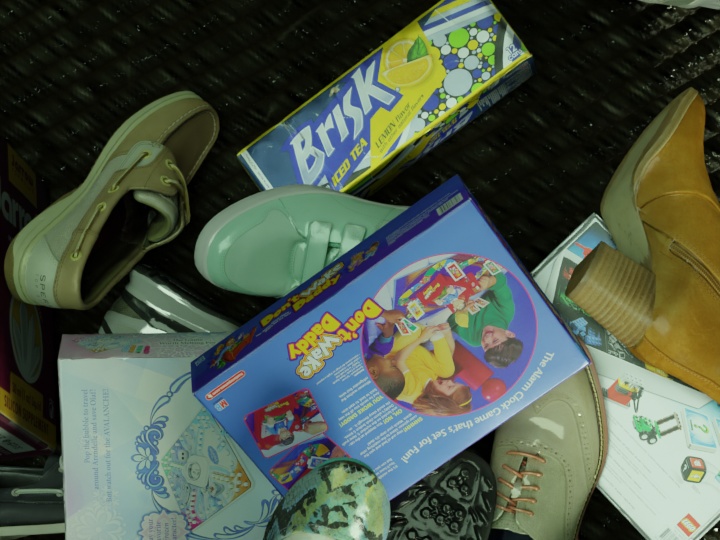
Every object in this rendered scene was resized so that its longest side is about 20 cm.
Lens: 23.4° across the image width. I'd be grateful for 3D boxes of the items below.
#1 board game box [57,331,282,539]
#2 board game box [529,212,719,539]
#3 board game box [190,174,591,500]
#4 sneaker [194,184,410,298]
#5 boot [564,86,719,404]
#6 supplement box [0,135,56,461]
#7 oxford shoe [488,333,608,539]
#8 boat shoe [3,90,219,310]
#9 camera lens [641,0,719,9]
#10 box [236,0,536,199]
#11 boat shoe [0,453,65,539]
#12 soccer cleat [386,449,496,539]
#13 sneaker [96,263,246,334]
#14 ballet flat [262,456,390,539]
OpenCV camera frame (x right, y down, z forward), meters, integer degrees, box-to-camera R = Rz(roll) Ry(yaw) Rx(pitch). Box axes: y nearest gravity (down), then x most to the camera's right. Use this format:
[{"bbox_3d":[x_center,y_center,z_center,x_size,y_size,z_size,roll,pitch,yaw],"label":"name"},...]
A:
[{"bbox_3d":[-0.089,0.137,1.116,0.199,0.043,0.200,-1,112,-7],"label":"board game box"},{"bbox_3d":[0.179,0.077,1.146,0.126,0.035,0.200,-44,79,4],"label":"board game box"},{"bbox_3d":[0.017,0.056,1.048,0.200,0.045,0.134,-35,112,7],"label":"board game box"},{"bbox_3d":[0.000,0.000,1.107,0.200,0.118,0.074,0,114,-16],"label":"sneaker"},{"bbox_3d":[0.224,-0.012,1.122,0.144,0.071,0.201,33,57,-6],"label":"boot"},{"bbox_3d":[-0.272,0.020,1.168,0.103,0.131,0.200,-8,71,8],"label":"supplement box"},{"bbox_3d":[0.112,0.136,1.105,0.071,0.074,0.200,7,101,24],"label":"oxford shoe"},{"bbox_3d":[-0.149,-0.042,1.164,0.066,0.074,0.200,20,55,29],"label":"boat shoe"},{"bbox_3d":[0.159,-0.259,1.097,0.200,0.160,0.160,14,86,-13],"label":"camera lens"},{"bbox_3d":[0.019,-0.106,1.181,0.200,0.064,0.070,-36,79,4],"label":"box"},{"bbox_3d":[-0.206,0.148,1.188,0.200,0.073,0.063,-9,85,14],"label":"boat shoe"},{"bbox_3d":[0.028,0.204,1.093,0.068,0.073,0.200,22,88,6],"label":"soccer cleat"},{"bbox_3d":[-0.095,0.093,1.173,0.200,0.076,0.115,32,93,7],"label":"sneaker"},{"bbox_3d":[-0.036,0.193,1.044,0.074,0.074,0.200,37,135,12],"label":"ballet flat"}]
